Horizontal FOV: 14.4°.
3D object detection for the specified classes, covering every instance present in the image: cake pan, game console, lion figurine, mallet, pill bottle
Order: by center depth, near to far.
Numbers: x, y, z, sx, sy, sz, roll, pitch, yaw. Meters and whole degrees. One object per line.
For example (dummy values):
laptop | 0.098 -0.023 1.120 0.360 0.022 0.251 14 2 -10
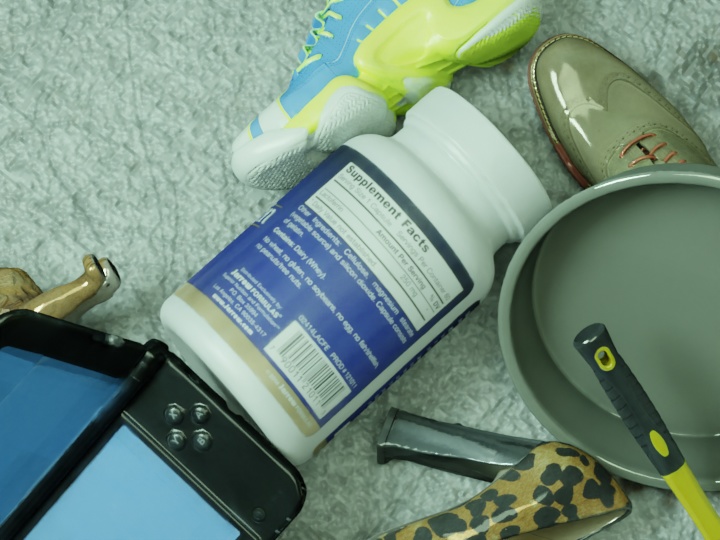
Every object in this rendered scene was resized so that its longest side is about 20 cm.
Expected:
game console | -0.159 0.136 1.460 0.176 0.116 0.200 43 108 3
cake pan | 0.174 0.027 1.516 0.199 0.037 0.201 7 122 11
mallet | 0.162 0.117 1.518 0.066 0.041 0.200 -41 111 2
pill bottle | 0.000 0.000 1.526 0.200 0.116 0.116 -41 85 -9
lion figurine | -0.163 0.068 1.530 0.122 0.072 0.200 -32 89 5

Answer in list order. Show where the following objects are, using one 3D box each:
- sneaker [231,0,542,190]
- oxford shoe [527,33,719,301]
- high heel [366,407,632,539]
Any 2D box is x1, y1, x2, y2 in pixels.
sneaker | -0.002 -0.127 1.577 0.200 0.076 0.105 -30 71 -14
oxford shoe | 0.168 -0.055 1.564 0.070 0.075 0.200 -40 85 -8
high heel | 0.059 0.178 1.517 0.142 0.071 0.201 13 72 9
